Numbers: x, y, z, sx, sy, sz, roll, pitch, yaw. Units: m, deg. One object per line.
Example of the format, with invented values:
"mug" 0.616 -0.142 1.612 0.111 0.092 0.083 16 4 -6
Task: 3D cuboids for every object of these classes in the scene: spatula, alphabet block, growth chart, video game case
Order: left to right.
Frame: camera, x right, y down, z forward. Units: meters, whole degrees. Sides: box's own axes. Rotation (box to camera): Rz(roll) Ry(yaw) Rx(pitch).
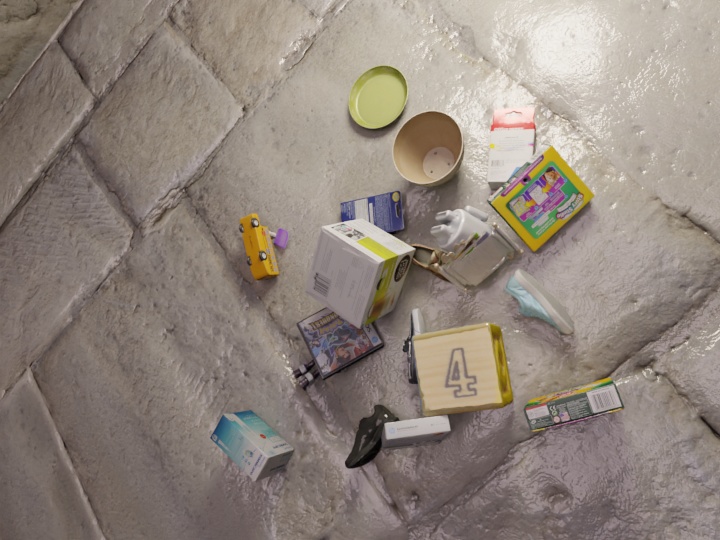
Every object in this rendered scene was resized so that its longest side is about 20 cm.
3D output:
"spatula" -0.310 -0.127 1.706 0.198 0.020 0.057 22 95 26
"video game case" -0.060 0.186 1.499 0.198 0.026 0.182 -27 70 -7
"alphabet block" 0.257 0.247 1.299 0.197 0.195 0.200 -12 78 21
"growth chart" 0.295 -0.032 1.312 0.199 0.145 0.018 -38 27 17

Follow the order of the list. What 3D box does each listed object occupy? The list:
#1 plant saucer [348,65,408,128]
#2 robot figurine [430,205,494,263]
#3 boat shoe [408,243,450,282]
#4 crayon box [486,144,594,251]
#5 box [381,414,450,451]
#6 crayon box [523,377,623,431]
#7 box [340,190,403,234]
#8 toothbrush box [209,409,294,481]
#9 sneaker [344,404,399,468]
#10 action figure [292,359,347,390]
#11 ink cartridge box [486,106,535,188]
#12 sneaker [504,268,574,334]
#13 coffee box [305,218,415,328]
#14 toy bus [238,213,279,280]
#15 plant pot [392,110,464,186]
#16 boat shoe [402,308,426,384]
"plant saucer" 0.058 -0.529 1.603 0.197 0.031 0.204 -4 81 24
"robot figurine" 0.281 -0.083 1.358 0.198 0.113 0.172 27 81 -19
"boat shoe" 0.208 -0.021 1.428 0.197 0.074 0.077 20 90 25
"crayon box" 0.452 -0.181 1.313 0.200 0.058 0.173 -44 100 11
"box" 0.132 0.408 1.297 0.153 0.201 0.042 -7 65 -3
"crayon box" 0.484 0.304 1.189 0.197 0.172 0.059 -22 77 19
"box" 0.037 -0.160 1.550 0.197 0.032 0.123 -9 78 24
"toothbrush box" -0.318 0.512 1.536 0.199 0.146 0.086 34 96 25
"sneaker" 0.021 0.461 1.443 0.201 0.076 0.091 -49 57 2
"action figure" -0.105 0.260 1.527 0.199 0.069 0.131 -38 61 -2
"ink cartridge box" 0.407 -0.326 1.393 0.114 0.067 0.204 4 83 24
"sneaker" 0.448 0.093 1.315 0.201 0.073 0.082 51 125 22
"coffee box" 0.000 0.000 1.422 0.198 0.197 0.202 30 117 25
"toy bus" -0.323 -0.075 1.656 0.064 0.078 0.203 -19 81 29
"plant pot" 0.202 -0.319 1.447 0.197 0.134 0.204 -4 79 23
"boat shoe" 0.146 0.208 1.425 0.067 0.072 0.204 -7 85 21
